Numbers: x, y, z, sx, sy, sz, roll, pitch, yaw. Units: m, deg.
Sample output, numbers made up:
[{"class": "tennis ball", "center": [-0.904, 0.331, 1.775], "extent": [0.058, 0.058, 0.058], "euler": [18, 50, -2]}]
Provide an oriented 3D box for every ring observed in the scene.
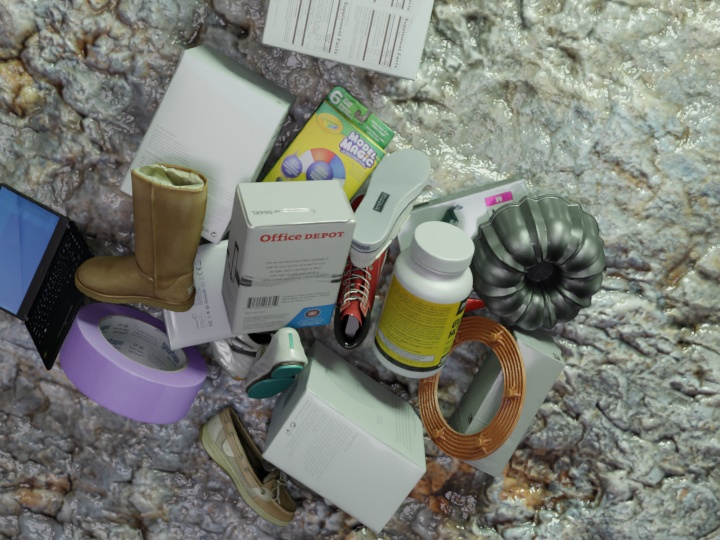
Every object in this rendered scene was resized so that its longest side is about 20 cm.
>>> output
[{"class": "ring", "center": [0.150, 0.164, 1.422], "extent": [0.019, 0.200, 0.203], "euler": [14, 110, -40]}]

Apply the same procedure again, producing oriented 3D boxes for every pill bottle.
[{"class": "pill bottle", "center": [0.090, 0.039, 1.381], "extent": [0.110, 0.113, 0.203], "euler": [14, 126, -2]}]

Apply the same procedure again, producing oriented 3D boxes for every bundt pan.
[{"class": "bundt pan", "center": [0.248, 0.002, 1.392], "extent": [0.197, 0.076, 0.205], "euler": [-3, 124, -4]}]

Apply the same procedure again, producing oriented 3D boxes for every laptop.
[{"class": "laptop", "center": [-0.478, 0.007, 1.433], "extent": [0.102, 0.200, 0.179], "euler": [15, 111, -41]}]

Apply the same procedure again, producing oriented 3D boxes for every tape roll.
[{"class": "tape roll", "center": [-0.316, 0.128, 1.411], "extent": [0.198, 0.200, 0.066], "euler": [29, 105, -6]}]

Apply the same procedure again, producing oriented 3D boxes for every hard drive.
[{"class": "hard drive", "center": [-0.183, 0.025, 1.419], "extent": [0.196, 0.025, 0.135], "euler": [-11, 92, -18]}]

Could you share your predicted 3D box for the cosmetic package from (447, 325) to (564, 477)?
[{"class": "cosmetic package", "center": [0.208, 0.181, 1.458], "extent": [0.089, 0.107, 0.203], "euler": [23, 103, -6]}]

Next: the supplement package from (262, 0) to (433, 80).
[{"class": "supplement package", "center": [-0.009, -0.346, 1.290], "extent": [0.196, 0.152, 0.154], "euler": [13, 105, -2]}]

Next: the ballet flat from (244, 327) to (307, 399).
[{"class": "ballet flat", "center": [-0.119, 0.128, 1.417], "extent": [0.068, 0.200, 0.071], "euler": [7, 68, -17]}]

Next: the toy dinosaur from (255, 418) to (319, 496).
[{"class": "toy dinosaur", "center": [-0.074, 0.300, 1.494], "extent": [0.199, 0.102, 0.078], "euler": [37, 105, 3]}]

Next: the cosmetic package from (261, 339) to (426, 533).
[{"class": "cosmetic package", "center": [-0.020, 0.231, 1.429], "extent": [0.198, 0.200, 0.124], "euler": [33, 104, -7]}]

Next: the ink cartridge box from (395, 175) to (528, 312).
[{"class": "ink cartridge box", "center": [0.157, -0.024, 1.436], "extent": [0.196, 0.044, 0.177], "euler": [-15, 103, 6]}]

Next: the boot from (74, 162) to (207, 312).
[{"class": "boot", "center": [-0.283, -0.049, 1.294], "extent": [0.171, 0.067, 0.203], "euler": [8, 130, -3]}]

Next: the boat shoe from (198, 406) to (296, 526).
[{"class": "boat shoe", "center": [-0.159, 0.297, 1.520], "extent": [0.063, 0.073, 0.202], "euler": [-38, 94, 16]}]

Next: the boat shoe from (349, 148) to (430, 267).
[{"class": "boat shoe", "center": [0.037, -0.083, 1.372], "extent": [0.070, 0.202, 0.070], "euler": [21, 142, 9]}]

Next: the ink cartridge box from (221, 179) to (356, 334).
[{"class": "ink cartridge box", "center": [-0.099, -0.017, 1.326], "extent": [0.143, 0.085, 0.202], "euler": [-4, 136, -20]}]

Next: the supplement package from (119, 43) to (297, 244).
[{"class": "supplement package", "center": [-0.199, -0.173, 1.351], "extent": [0.150, 0.151, 0.202], "euler": [28, 105, -5]}]

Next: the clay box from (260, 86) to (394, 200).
[{"class": "clay box", "center": [-0.052, -0.144, 1.403], "extent": [0.114, 0.048, 0.201], "euler": [37, 99, -8]}]

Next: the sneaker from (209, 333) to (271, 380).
[{"class": "sneaker", "center": [-0.205, 0.062, 1.462], "extent": [0.087, 0.076, 0.201], "euler": [-38, 110, 4]}]

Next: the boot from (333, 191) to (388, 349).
[{"class": "boot", "center": [0.000, 0.000, 1.396], "extent": [0.071, 0.144, 0.204], "euler": [7, 104, 1]}]
